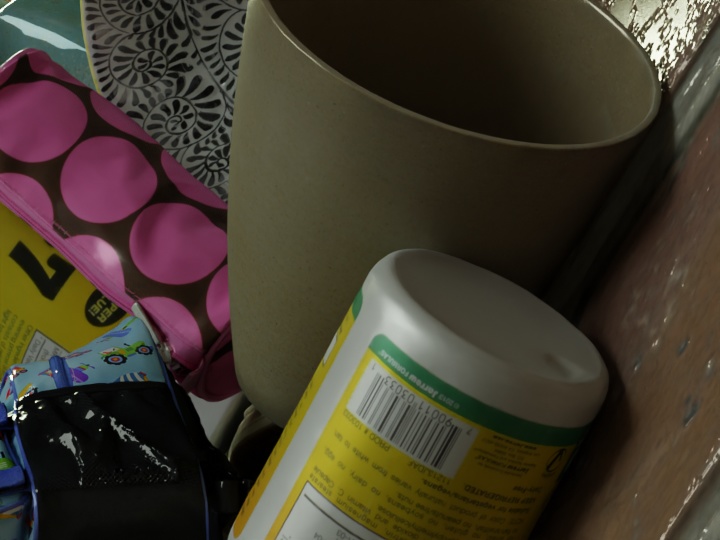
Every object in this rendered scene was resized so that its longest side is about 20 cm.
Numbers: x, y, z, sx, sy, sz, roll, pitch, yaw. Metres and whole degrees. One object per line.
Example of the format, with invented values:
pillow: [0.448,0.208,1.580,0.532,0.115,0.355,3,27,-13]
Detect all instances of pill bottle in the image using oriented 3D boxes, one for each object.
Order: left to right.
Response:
pill bottle: [-0.141,0.023,1.584,0.115,0.200,0.114,-55,-10,-14]
pill bottle: [0.012,0.102,1.250,0.201,0.112,0.113,-62,15,18]

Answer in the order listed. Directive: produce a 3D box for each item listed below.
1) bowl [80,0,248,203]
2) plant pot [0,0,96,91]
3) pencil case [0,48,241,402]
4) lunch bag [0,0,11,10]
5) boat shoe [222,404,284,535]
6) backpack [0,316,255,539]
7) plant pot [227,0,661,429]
bowl: [-0.043,-0.119,1.515,0.094,0.201,0.201,-24,-17,-40]
plant pot: [-0.128,-0.067,1.714,0.197,0.199,0.196,-59,-4,26]
pencil case: [-0.122,-0.022,1.494,0.094,0.200,0.091,-39,-23,-31]
lunch bag: [-0.284,-0.155,1.729,0.077,0.160,0.200,-57,-3,9]
boat shoe: [-0.028,0.082,1.505,0.200,0.072,0.065,130,159,-63]
backpack: [-0.132,0.120,1.379,0.200,0.134,0.183,-117,27,-58]
plant pot: [0.014,-0.024,1.350,0.188,0.186,0.201,-92,19,-59]
